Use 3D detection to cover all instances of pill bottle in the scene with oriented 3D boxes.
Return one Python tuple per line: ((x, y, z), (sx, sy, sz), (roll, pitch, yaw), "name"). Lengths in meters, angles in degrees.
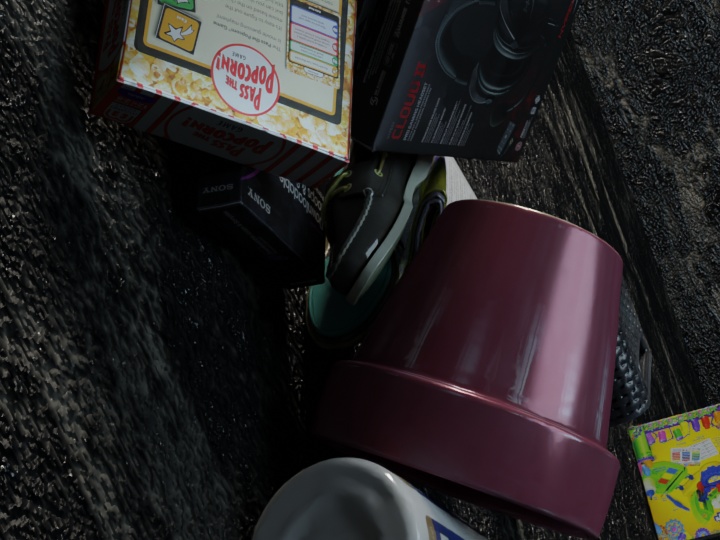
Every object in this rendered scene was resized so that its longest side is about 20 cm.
((0.026, 0.195, 0.699), (0.200, 0.110, 0.112), (43, 34, -51), "pill bottle")

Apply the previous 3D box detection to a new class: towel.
((0.045, -0.024, 0.927), (0.200, 0.023, 0.145), (-81, -178, -69), "towel")

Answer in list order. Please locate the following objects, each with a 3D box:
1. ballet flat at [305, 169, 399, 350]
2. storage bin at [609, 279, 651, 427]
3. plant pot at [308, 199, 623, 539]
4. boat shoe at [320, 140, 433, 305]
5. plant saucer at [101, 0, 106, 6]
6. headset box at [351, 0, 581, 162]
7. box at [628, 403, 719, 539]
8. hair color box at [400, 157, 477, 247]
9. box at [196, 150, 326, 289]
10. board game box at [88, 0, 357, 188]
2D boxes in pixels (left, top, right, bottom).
((0.000, 0.000, 0.878), (0.071, 0.070, 0.201), (55, 25, -36), "ballet flat")
((0.123, 0.074, 0.923), (0.094, 0.199, 0.135), (66, 21, -12), "storage bin")
((0.087, 0.059, 0.760), (0.200, 0.199, 0.180), (37, 70, -57), "plant pot")
((0.002, -0.045, 0.813), (0.060, 0.072, 0.201), (33, 30, -6), "boat shoe")
((-0.126, -0.211, 0.780), (0.200, 0.032, 0.201), (53, 27, -42), "plant saucer")
((0.057, -0.162, 0.812), (0.199, 0.077, 0.150), (-2, 118, -51), "headset box")
((0.558, 0.324, 1.832), (0.122, 0.199, 0.194), (27, 48, -63), "box")
((0.082, -0.044, 1.126), (0.200, 0.060, 0.099), (54, 26, -37), "hair color box")
((-0.061, -0.105, 0.784), (0.143, 0.036, 0.201), (45, 42, -61), "box")
((-0.075, -0.167, 0.701), (0.151, 0.046, 0.201), (17, 63, -29), "board game box")
